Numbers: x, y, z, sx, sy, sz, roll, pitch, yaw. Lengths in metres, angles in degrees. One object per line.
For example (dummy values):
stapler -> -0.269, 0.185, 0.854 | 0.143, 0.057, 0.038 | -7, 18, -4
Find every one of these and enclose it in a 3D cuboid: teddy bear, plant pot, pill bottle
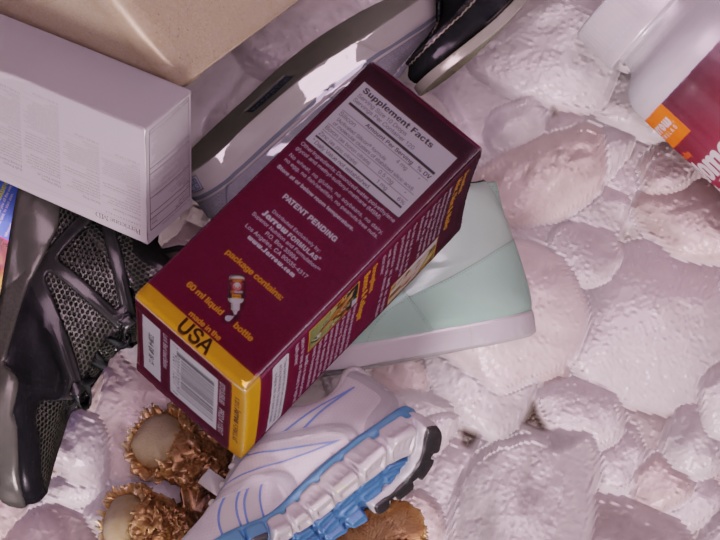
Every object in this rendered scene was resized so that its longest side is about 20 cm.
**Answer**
teddy bear -> -0.059, 0.152, 1.574 | 0.199, 0.067, 0.146 | 3, 71, 1
plant pot -> -0.135, -0.194, 1.540 | 0.200, 0.200, 0.177 | -39, 98, -31
pill bottle -> 0.235, -0.109, 1.617 | 0.200, 0.110, 0.110 | 43, 79, 3

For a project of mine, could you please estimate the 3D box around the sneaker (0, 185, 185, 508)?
sneaker -> -0.154, 0.041, 1.524 | 0.114, 0.076, 0.200 | 8, 74, 2

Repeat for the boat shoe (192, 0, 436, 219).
boat shoe -> -0.021, -0.094, 1.618 | 0.201, 0.070, 0.072 | -41, 110, -15

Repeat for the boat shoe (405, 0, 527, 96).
boat shoe -> 0.073, -0.181, 1.602 | 0.066, 0.074, 0.199 | 47, 55, -6

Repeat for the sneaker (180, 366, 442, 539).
sneaker -> -0.055, 0.128, 1.519 | 0.200, 0.075, 0.087 | -34, 58, -15

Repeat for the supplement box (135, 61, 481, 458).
supplement box -> -0.031, -0.006, 1.491 | 0.086, 0.110, 0.200 | 40, 69, 12

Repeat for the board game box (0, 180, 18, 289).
board game box -> -0.224, -0.009, 1.587 | 0.134, 0.045, 0.201 | 23, 79, -2

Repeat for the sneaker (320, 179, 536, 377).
sneaker -> 0.000, 0.000, 1.592 | 0.200, 0.074, 0.119 | -10, 88, -17

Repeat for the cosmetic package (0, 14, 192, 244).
cosmetic package -> -0.189, -0.093, 1.503 | 0.199, 0.083, 0.051 | 23, 42, 22
